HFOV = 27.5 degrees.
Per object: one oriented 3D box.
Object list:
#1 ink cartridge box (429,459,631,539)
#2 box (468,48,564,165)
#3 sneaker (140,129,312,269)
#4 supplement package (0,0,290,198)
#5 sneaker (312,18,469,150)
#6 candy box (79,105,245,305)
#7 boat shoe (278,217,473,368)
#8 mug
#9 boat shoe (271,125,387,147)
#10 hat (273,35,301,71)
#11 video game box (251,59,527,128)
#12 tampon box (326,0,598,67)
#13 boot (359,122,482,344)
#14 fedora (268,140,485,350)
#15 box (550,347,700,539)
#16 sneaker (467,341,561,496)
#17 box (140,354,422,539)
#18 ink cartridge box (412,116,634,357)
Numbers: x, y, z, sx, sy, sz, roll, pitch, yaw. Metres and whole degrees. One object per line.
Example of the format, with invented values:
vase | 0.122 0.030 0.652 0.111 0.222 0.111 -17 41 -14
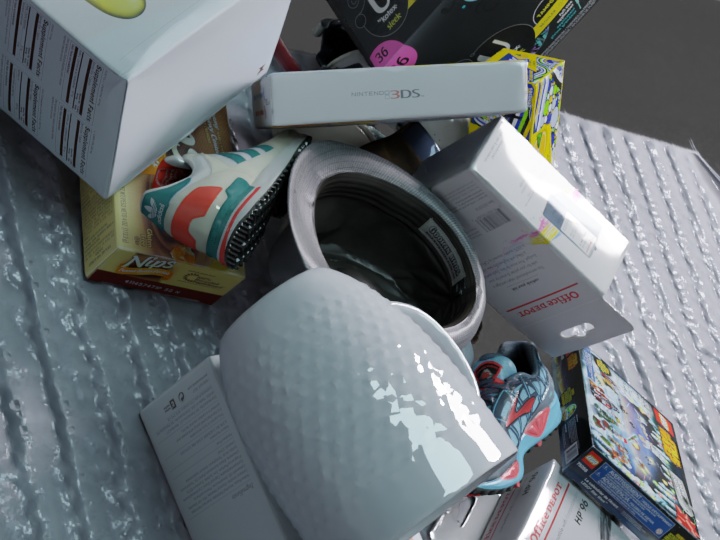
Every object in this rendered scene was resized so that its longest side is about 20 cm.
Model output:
ink cartridge box | 0.162 0.245 1.230 0.200 0.068 0.116 46 40 -8
box | 0.138 -0.096 1.357 0.064 0.200 0.070 16 33 24
sneaker | -0.102 -0.072 1.113 0.093 0.070 0.200 22 27 4
supplement package | -0.187 -0.204 1.084 0.200 0.147 0.191 40 57 9
sneaker | 0.021 -0.164 1.376 0.129 0.079 0.199 -8 69 -45
candy box | -0.160 -0.080 1.161 0.115 0.055 0.200 15 53 -37
boat shoe | 0.006 0.028 1.231 0.202 0.075 0.086 49 40 -1
mug | 0.008 0.086 0.987 0.175 0.148 0.200 53 39 11
boat shoe | 0.002 -0.094 1.339 0.200 0.073 0.062 25 4 -20
hat | -0.158 -0.270 1.328 0.200 0.176 0.166 30 31 33
video game box | 0.018 -0.141 1.190 0.200 0.182 0.047 -4 93 -7
tampon box | 0.091 -0.259 1.348 0.200 0.150 0.126 1 50 -51
boot | 0.066 -0.036 1.290 0.097 0.075 0.200 -40 98 -10
fedora | 0.000 0.000 1.142 0.200 0.090 0.177 21 49 -32
box | 0.237 0.159 1.334 0.137 0.040 0.200 42 21 -15
sneaker | 0.104 0.120 1.238 0.200 0.079 0.096 -40 122 -58
box | -0.052 0.161 1.063 0.124 0.097 0.200 -9 69 -47
ink cartridge box | 0.140 -0.023 1.233 0.200 0.117 0.067 43 55 -16
